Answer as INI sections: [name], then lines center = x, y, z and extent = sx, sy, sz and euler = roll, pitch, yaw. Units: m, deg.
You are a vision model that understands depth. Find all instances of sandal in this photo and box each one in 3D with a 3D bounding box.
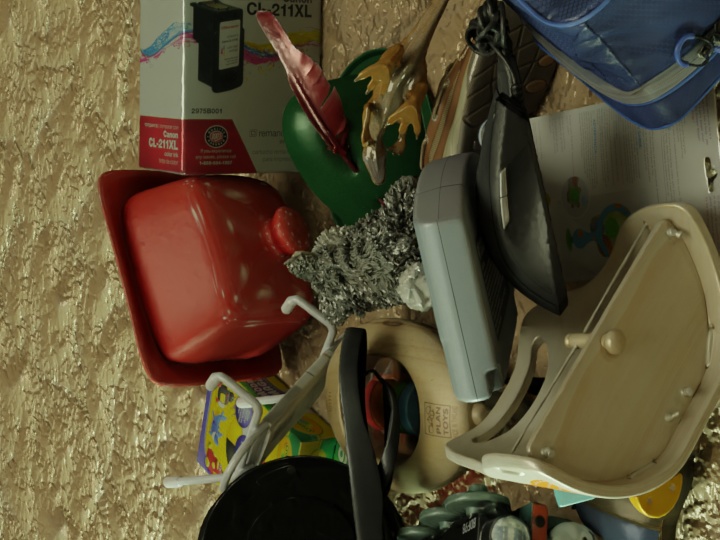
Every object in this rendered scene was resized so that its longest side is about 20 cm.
[sandal]
center = 0.013, 0.143, 1.217
extent = 0.076, 0.042, 0.203
euler = 75, -172, -75

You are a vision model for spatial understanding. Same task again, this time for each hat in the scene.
[hat]
center = -0.051, -0.105, 1.302
extent = 0.165, 0.174, 0.203
euler = 11, 102, 54

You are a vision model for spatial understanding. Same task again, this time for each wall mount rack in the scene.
[wall mount rack]
center = -0.090, 0.117, 1.372
extent = 0.074, 0.200, 0.175
euler = 34, 137, 11

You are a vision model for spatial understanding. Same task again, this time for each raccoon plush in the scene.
[raccoon plush]
center = 0.000, 0.000, 1.223
extent = 0.133, 0.200, 0.098
euler = -28, 91, 14

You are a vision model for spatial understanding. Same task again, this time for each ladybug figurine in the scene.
[ladybug figurine]
center = 0.046, 0.105, 1.273
extent = 0.199, 0.071, 0.138
euler = 8, 101, 56

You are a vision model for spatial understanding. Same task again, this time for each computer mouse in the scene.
[computer mouse]
center = 0.090, -0.073, 1.028
extent = 0.140, 0.045, 0.202
euler = -67, -36, -80

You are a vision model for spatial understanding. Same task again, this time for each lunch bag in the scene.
[lunch bag]
center = 0.165, -0.183, 0.990
extent = 0.136, 0.132, 0.200
euler = -45, 42, 7

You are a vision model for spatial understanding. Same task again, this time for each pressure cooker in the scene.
[pressure cooker]
center = -0.048, 0.265, 1.316
extent = 0.177, 0.177, 0.201
euler = 54, 162, 28

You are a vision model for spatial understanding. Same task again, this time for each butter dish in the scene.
[butter dish]
center = -0.109, -0.012, 1.422
extent = 0.147, 0.199, 0.202
euler = -22, 78, 31

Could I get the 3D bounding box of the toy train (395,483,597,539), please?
[toy train]
center = 0.094, 0.211, 1.147
extent = 0.200, 0.113, 0.086
euler = 131, 147, -62

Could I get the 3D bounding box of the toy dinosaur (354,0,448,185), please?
[toy dinosaur]
center = 0.033, -0.153, 1.188
extent = 0.201, 0.060, 0.106
euler = -61, 6, 25

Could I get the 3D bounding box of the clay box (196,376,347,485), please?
[clay box]
center = -0.082, 0.172, 1.495
extent = 0.200, 0.047, 0.116
euler = 37, 123, 50

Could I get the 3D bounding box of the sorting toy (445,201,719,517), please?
[sorting toy]
center = 0.134, 0.072, 1.030
extent = 0.179, 0.107, 0.201
euler = -8, 43, 58

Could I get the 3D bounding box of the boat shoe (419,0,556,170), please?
[boat shoe]
center = 0.086, -0.131, 1.190
extent = 0.072, 0.075, 0.202
euler = 51, 130, 46

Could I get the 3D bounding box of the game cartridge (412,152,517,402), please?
[game cartridge]
center = 0.070, -0.007, 1.057
extent = 0.200, 0.041, 0.135
euler = -56, -50, -75

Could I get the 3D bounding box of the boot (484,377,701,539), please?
[boot]
center = 0.148, 0.131, 1.119
extent = 0.199, 0.074, 0.098
euler = 13, 101, 53

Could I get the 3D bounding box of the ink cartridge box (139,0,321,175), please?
[ink cartridge box]
center = -0.114, -0.189, 1.419
extent = 0.082, 0.144, 0.203
euler = 12, 104, 54

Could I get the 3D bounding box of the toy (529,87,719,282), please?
[toy]
center = 0.175, -0.055, 1.082
extent = 0.199, 0.047, 0.117
euler = -7, 90, 50
